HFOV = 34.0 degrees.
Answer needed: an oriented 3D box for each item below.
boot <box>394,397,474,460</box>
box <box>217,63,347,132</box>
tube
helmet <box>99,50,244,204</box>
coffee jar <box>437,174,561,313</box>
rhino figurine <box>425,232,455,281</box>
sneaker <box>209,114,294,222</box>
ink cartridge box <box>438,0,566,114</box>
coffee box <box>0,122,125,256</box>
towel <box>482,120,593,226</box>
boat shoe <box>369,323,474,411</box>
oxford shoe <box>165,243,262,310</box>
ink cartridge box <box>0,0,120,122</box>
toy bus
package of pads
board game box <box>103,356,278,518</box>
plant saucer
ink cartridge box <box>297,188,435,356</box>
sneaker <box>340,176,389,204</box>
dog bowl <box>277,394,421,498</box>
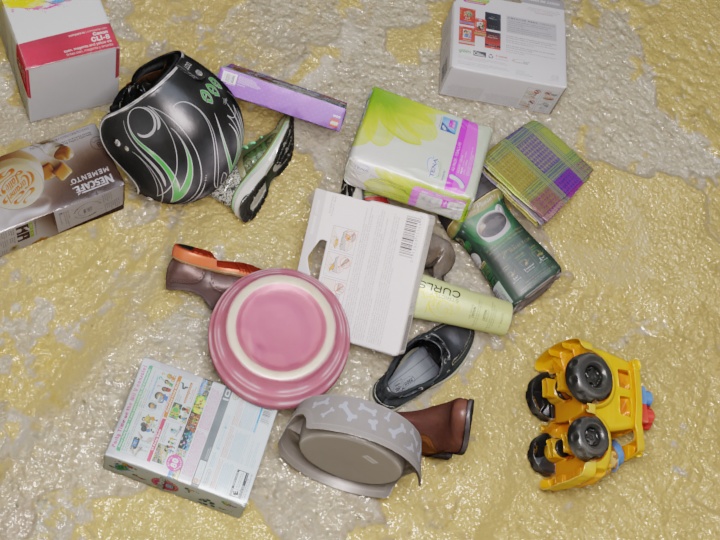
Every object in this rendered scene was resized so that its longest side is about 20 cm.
[{"bbox_3d":[0.045,0.195,1.587,0.196,0.188,0.070,14,73,-7],"label":"boot"},{"bbox_3d":[-0.118,-0.265,1.797,0.197,0.137,0.040,18,102,-3],"label":"box"},{"bbox_3d":[0.121,0.048,1.705,0.197,0.052,0.059,16,54,-9],"label":"tube"},{"bbox_3d":[-0.261,-0.194,1.689,0.201,0.198,0.192,-50,120,-27],"label":"helmet"},{"bbox_3d":[0.207,-0.042,1.786,0.104,0.085,0.201,-34,76,-10],"label":"coffee jar"},{"bbox_3d":[0.054,-0.034,1.729,0.198,0.060,0.089,25,87,-19],"label":"rhino figurine"},{"bbox_3d":[-0.164,-0.171,1.781,0.087,0.077,0.202,22,58,12],"label":"sneaker"},{"bbox_3d":[0.236,-0.369,1.947,0.196,0.084,0.179,9,64,-8],"label":"ink cartridge box"},{"bbox_3d":[-0.448,-0.115,1.683,0.197,0.080,0.116,-23,72,-21],"label":"coffee box"},{"bbox_3d":[0.277,-0.159,1.862,0.143,0.023,0.200,43,45,7],"label":"towel"},{"bbox_3d":[0.096,0.127,1.696,0.198,0.066,0.075,-31,74,-23],"label":"boat shoe"},{"bbox_3d":[-0.184,0.025,1.696,0.197,0.071,0.074,19,96,-11],"label":"oxford shoe"},{"bbox_3d":[-0.457,-0.357,1.756,0.143,0.146,0.202,-18,71,-19],"label":"ink cartridge box"},{"bbox_3d":[0.346,0.219,1.686,0.189,0.135,0.204,14,64,-23],"label":"toy bus"},{"bbox_3d":[0.085,-0.169,1.743,0.197,0.069,0.156,19,56,0],"label":"package of pads"},{"bbox_3d":[-0.226,0.224,1.584,0.197,0.064,0.149,21,62,-4],"label":"board game box"},{"bbox_3d":[-0.109,0.085,1.608,0.196,0.051,0.204,3,66,-7],"label":"plant saucer"},{"bbox_3d":[0.000,0.000,1.674,0.173,0.045,0.204,15,95,17],"label":"ink cartridge box"},{"bbox_3d":[0.015,-0.104,1.794,0.084,0.077,0.203,20,69,-20],"label":"sneaker"},{"bbox_3d":[-0.008,0.230,1.551,0.197,0.201,0.059,18,60,-3],"label":"dog bowl"}]
